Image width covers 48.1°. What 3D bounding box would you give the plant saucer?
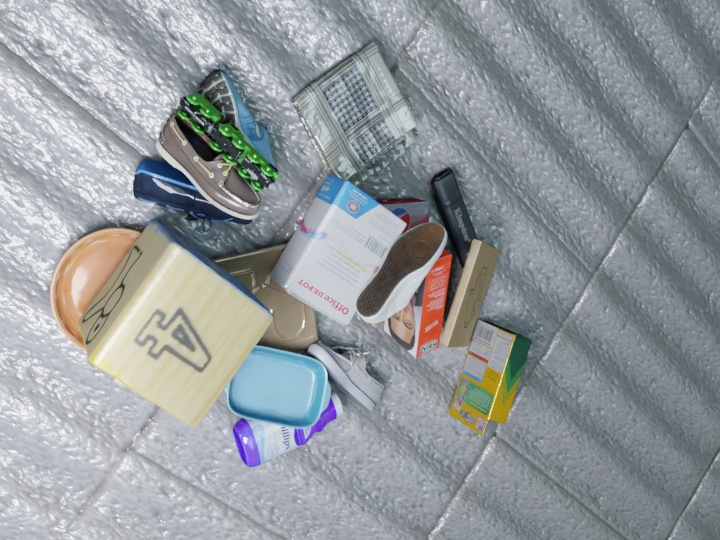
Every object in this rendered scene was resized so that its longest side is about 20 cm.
[{"bbox_3d":[-0.387,0.033,1.272,0.196,0.037,0.205,-6,102,-27],"label":"plant saucer"}]

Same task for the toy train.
[{"bbox_3d":[-0.198,-0.197,1.233,0.200,0.056,0.042,44,116,6],"label":"toy train"}]

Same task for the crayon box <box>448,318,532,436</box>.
[{"bbox_3d":[0.253,0.212,1.590,0.051,0.125,0.204,16,93,-29],"label":"crayon box"}]

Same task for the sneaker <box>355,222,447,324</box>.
[{"bbox_3d":[0.071,0.006,1.347,0.200,0.073,0.085,-46,155,-1],"label":"sneaker"}]

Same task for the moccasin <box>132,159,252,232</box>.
[{"bbox_3d":[-0.265,-0.115,1.290,0.196,0.081,0.069,22,119,-11],"label":"moccasin"}]

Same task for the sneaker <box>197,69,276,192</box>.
[{"bbox_3d":[-0.196,-0.226,1.308,0.090,0.077,0.204,-36,107,-58],"label":"sneaker"}]

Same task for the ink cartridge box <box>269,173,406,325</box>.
[{"bbox_3d":[-0.038,-0.033,1.341,0.143,0.084,0.203,32,88,-31],"label":"ink cartridge box"}]

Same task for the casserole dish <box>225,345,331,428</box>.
[{"bbox_3d":[-0.145,0.198,1.375,0.196,0.039,0.124,16,81,-25],"label":"casserole dish"}]

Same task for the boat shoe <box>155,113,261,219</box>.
[{"bbox_3d":[-0.229,-0.161,1.250,0.199,0.060,0.072,41,35,4],"label":"boat shoe"}]

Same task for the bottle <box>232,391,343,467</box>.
[{"bbox_3d":[-0.126,0.275,1.439,0.196,0.065,0.085,-20,105,-23],"label":"bottle"}]

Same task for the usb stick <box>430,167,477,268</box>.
[{"bbox_3d":[0.186,-0.096,1.544,0.055,0.032,0.203,-34,114,-25],"label":"usb stick"}]

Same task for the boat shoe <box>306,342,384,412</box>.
[{"bbox_3d":[-0.015,0.173,1.471,0.087,0.074,0.202,-54,126,-16],"label":"boat shoe"}]

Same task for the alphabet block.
[{"bbox_3d":[-0.277,0.073,1.201,0.195,0.195,0.202,38,87,-26],"label":"alphabet block"}]

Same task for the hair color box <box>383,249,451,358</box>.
[{"bbox_3d":[0.100,0.043,1.452,0.060,0.101,0.204,-19,128,-32],"label":"hair color box"}]

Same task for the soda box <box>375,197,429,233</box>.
[{"bbox_3d":[0.026,-0.089,1.446,0.196,0.063,0.072,-7,104,-27],"label":"soda box"}]

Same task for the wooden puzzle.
[{"bbox_3d":[-0.169,0.057,1.388,0.182,0.046,0.205,-13,110,-24],"label":"wooden puzzle"}]

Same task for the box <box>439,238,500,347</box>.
[{"bbox_3d":[0.211,0.047,1.539,0.163,0.021,0.204,11,97,-68],"label":"box"}]

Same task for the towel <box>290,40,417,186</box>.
[{"bbox_3d":[-0.002,-0.262,1.413,0.191,0.034,0.202,-37,115,-17],"label":"towel"}]
